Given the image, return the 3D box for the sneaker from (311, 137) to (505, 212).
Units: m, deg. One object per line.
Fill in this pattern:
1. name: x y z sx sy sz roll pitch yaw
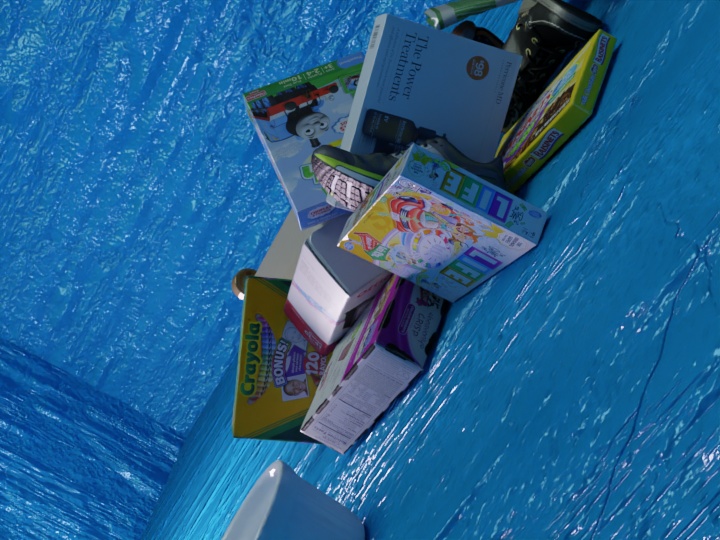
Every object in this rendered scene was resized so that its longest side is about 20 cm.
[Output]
1. sneaker: 0.050 -0.093 1.085 0.074 0.200 0.081 114 170 -68

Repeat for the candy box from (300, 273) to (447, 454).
1. candy box: 0.017 0.091 1.183 0.200 0.061 0.136 -52 10 47

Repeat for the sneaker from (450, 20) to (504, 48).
1. sneaker: 0.124 -0.204 1.392 0.200 0.112 0.078 -54 18 20

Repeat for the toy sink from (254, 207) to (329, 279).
1. toy sink: -0.054 0.004 1.497 0.200 0.112 0.130 -59 30 28

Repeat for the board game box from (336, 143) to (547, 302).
1. board game box: 0.069 -0.038 1.025 0.034 0.134 0.200 -67 9 -22

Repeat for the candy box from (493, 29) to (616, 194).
1. candy box: 0.182 -0.143 1.095 0.102 0.026 0.200 -63 7 -32

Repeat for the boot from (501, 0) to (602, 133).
1. boot: 0.184 -0.219 1.198 0.151 0.073 0.200 -63 12 10

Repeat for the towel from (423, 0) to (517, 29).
1. towel: 0.179 -0.329 1.342 0.153 0.200 0.023 -91 -13 -75

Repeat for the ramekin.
1. ramekin: -0.078 0.278 0.972 0.201 0.098 0.200 -58 7 12

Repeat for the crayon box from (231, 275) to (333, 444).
1. crayon box: -0.094 0.111 1.383 0.058 0.119 0.200 167 108 -81

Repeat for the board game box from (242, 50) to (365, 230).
1. board game box: -0.030 -0.149 1.230 0.037 0.151 0.200 78 168 -53

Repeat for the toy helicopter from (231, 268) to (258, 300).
1. toy helicopter: -0.113 0.080 1.585 0.132 0.200 0.079 -45 -2 -32

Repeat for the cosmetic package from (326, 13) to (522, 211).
1. cosmetic package: 0.065 -0.145 1.136 0.052 0.151 0.200 -143 68 -74

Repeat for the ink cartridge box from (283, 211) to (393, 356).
1. ink cartridge box: 0.000 0.000 1.272 0.148 0.086 0.200 -35 -12 -22
